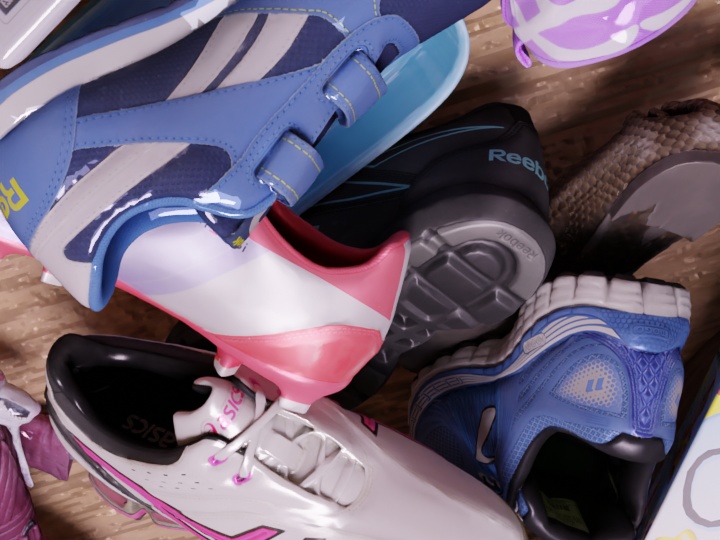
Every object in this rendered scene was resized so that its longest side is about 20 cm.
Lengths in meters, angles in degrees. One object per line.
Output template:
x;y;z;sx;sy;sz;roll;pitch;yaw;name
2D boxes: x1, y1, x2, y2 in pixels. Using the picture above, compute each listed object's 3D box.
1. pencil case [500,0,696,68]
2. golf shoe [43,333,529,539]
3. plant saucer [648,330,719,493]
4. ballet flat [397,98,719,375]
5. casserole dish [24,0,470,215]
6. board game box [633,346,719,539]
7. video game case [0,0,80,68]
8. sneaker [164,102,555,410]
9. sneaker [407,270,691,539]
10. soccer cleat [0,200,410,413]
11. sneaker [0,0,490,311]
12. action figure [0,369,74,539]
0.049;-0.161;0.741;0.085;0.084;0.200;-28;125;11;pencil case
-0.034;0.078;0.815;0.199;0.073;0.092;17;160;20;golf shoe
0.217;0.106;0.931;0.199;0.029;0.202;2;100;12;plant saucer
0.080;-0.011;0.861;0.067;0.047;0.200;15;145;-28;ballet flat
-0.052;-0.075;0.821;0.200;0.039;0.121;-36;122;20;casserole dish
0.162;0.119;0.877;0.103;0.105;0.201;25;106;6;board game box
-0.105;-0.197;0.671;0.200;0.023;0.182;-43;90;15;video game case
0.000;0.000;0.865;0.199;0.080;0.075;-25;132;35;sneaker
0.069;0.073;0.866;0.078;0.090;0.200;9;156;-14;sneaker
-0.078;-0.023;0.783;0.199;0.067;0.077;29;106;-4;soccer cleat
-0.032;-0.056;0.727;0.199;0.083;0.074;-26;170;2;sneaker
-0.161;0.112;0.929;0.148;0.134;0.201;13;121;37;action figure
